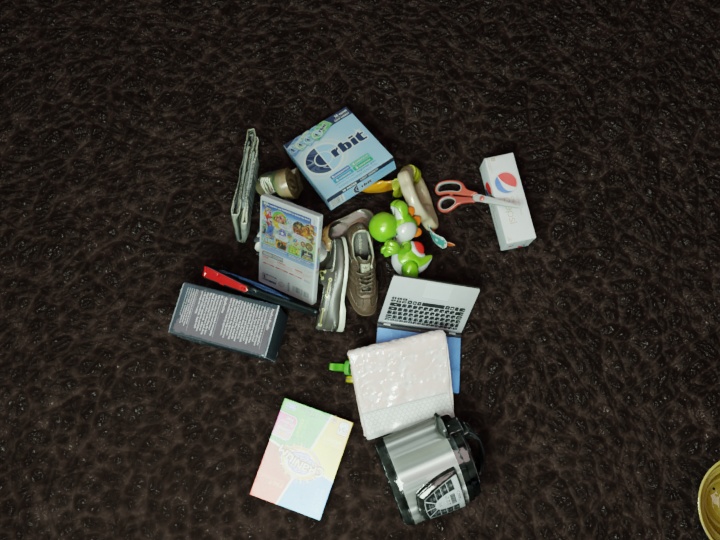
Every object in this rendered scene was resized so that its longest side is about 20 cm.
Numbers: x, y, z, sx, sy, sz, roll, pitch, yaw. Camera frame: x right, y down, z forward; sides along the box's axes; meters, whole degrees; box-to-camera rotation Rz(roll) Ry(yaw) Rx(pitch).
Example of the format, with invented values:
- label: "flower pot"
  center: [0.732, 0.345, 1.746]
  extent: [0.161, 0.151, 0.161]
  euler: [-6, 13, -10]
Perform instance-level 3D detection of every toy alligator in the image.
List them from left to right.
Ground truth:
- label: "toy alligator"
  center: [0.034, 0.208, 1.359]
  extent: [0.199, 0.054, 0.059]
  euler: [7, 78, 2]

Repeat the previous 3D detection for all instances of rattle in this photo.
- label: "rattle"
  center: [0.101, -0.117, 1.427]
  extent: [0.143, 0.130, 0.200]
  euler: [-24, 105, 6]

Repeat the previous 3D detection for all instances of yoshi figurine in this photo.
- label: "yoshi figurine"
  center: [0.070, -0.043, 1.361]
  extent: [0.112, 0.112, 0.201]
  euler: [-1, 106, 38]

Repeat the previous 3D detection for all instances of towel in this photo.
- label: "towel"
  center: [-0.234, -0.171, 1.370]
  extent: [0.034, 0.200, 0.193]
  euler: [10, 77, -4]
- label: "towel"
  center: [0.086, 0.229, 1.313]
  extent: [0.199, 0.032, 0.192]
  euler: [-12, 101, -9]

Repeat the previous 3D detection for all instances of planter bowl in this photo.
- label: "planter bowl"
  center: [0.743, 0.462, 1.287]
  extent: [0.200, 0.083, 0.201]
  euler: [0, 78, -1]

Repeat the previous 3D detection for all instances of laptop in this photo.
- label: "laptop"
  center: [0.135, 0.131, 1.326]
  extent: [0.187, 0.200, 0.116]
  euler: [9, 36, -12]

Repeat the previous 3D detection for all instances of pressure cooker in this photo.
- label: "pressure cooker"
  center: [0.144, 0.372, 1.261]
  extent: [0.200, 0.176, 0.179]
  euler: [-20, 76, -5]

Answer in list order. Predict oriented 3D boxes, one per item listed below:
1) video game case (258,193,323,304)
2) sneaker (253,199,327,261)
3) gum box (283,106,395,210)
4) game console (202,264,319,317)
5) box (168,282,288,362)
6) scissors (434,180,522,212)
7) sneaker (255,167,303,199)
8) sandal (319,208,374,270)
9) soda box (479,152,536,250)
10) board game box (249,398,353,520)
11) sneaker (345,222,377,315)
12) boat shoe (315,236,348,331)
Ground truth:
- label: "video game case"
  center: [-0.143, -0.042, 1.318]
  extent: [0.143, 0.200, 0.018]
  euler: [22, 34, 25]
- label: "sneaker"
  center: [-0.158, -0.055, 1.385]
  extent: [0.130, 0.079, 0.199]
  euler: [-41, 54, 6]
- label: "gum box"
  center: [-0.047, -0.248, 1.431]
  extent: [0.170, 0.045, 0.200]
  euler: [-34, 58, -7]
- label: "game console"
  center: [-0.200, 0.040, 1.304]
  extent: [0.177, 0.200, 0.031]
  euler: [14, 84, 45]
- label: "box"
  center: [-0.263, 0.109, 1.334]
  extent: [0.199, 0.148, 0.107]
  euler: [14, 78, 3]
- label: "scissors"
  center: [0.253, -0.164, 1.418]
  extent: [0.200, 0.014, 0.073]
  euler: [0, 81, 30]
- label: "sneaker"
  center: [-0.179, -0.177, 1.381]
  extent: [0.090, 0.200, 0.067]
  euler: [-13, 101, 5]
- label: "sandal"
  center: [-0.049, -0.069, 1.420]
  extent: [0.200, 0.055, 0.082]
  euler: [-33, 79, -7]
- label: "soda box"
  center: [0.321, -0.151, 1.434]
  extent: [0.068, 0.064, 0.201]
  euler: [-11, 77, -3]
- label: "board game box"
  center: [-0.117, 0.380, 1.328]
  extent: [0.153, 0.040, 0.200]
  euler: [18, 78, 4]
- label: "sneaker"
  center: [0.000, 0.000, 1.374]
  extent: [0.070, 0.076, 0.201]
  euler: [-8, 95, -5]
- label: "boat shoe"
  center: [-0.060, 0.029, 1.368]
  extent: [0.060, 0.072, 0.202]
  euler: [2, 96, -9]
